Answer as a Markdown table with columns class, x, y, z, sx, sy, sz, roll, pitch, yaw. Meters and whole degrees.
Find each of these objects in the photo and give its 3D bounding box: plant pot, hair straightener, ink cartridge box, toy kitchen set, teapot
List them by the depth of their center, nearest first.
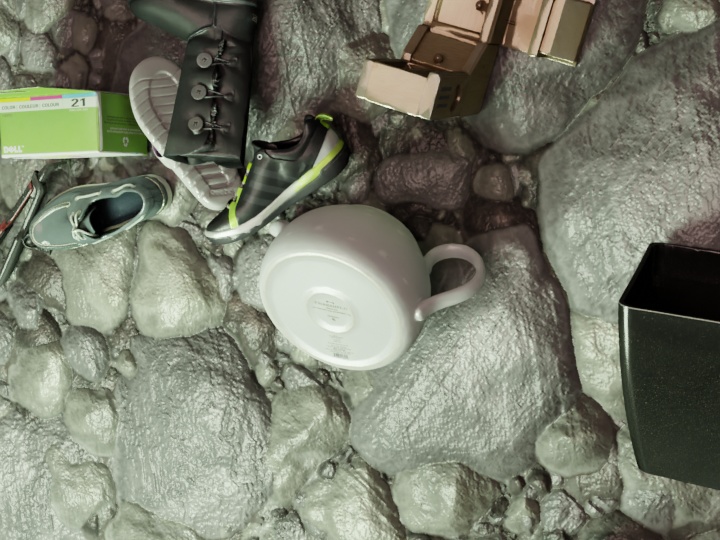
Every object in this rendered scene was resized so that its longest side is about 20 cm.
| class | x | y | z | sx | sy | sz | roll | pitch | yaw |
| --- | --- | --- | --- | --- | --- | --- | --- | --- | --- |
| plant pot | 0.346 | 0.096 | 0.991 | 0.199 | 0.200 | 0.178 | 10 | 113 | 21 |
| toy kitchen set | 0.125 | -0.245 | 1.039 | 0.163 | 0.180 | 0.200 | 20 | 107 | 18 |
| teapot | 0.000 | 0.000 | 1.144 | 0.200 | 0.146 | 0.197 | 41 | 137 | -8 |
| ink cartridge box | -0.366 | -0.170 | 1.238 | 0.148 | 0.200 | 0.076 | 0 | 96 | 23 |
| hair straightener | -0.419 | -0.056 | 1.368 | 0.077 | 0.041 | 0.200 | 35 | 103 | -7 |

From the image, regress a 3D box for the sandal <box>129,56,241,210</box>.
| class | x | y | z | sx | sy | sz | roll | pitch | yaw |
| --- | --- | --- | --- | --- | --- | --- | --- | --- | --- |
| sandal | -0.215 | -0.156 | 1.257 | 0.203 | 0.082 | 0.050 | 62 | 155 | 5 |

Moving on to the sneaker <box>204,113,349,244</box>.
| class | x | y | z | sx | sy | sz | roll | pitch | yaw |
| --- | --- | --- | --- | --- | --- | --- | --- | --- | --- |
| sneaker | -0.106 | -0.109 | 1.201 | 0.200 | 0.072 | 0.083 | -34 | 108 | 11 |

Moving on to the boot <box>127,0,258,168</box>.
| class | x | y | z | sx | sy | sz | roll | pitch | yaw |
| --- | --- | --- | --- | --- | --- | --- | --- | --- | --- |
| boot | -0.201 | -0.222 | 1.218 | 0.165 | 0.066 | 0.200 | 5 | 89 | 17 |

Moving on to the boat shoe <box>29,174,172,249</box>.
| class | x | y | z | sx | sy | sz | roll | pitch | yaw |
| --- | --- | --- | --- | --- | --- | --- | --- | --- | --- |
| boat shoe | -0.330 | -0.069 | 1.298 | 0.200 | 0.062 | 0.073 | -15 | 101 | 17 |
